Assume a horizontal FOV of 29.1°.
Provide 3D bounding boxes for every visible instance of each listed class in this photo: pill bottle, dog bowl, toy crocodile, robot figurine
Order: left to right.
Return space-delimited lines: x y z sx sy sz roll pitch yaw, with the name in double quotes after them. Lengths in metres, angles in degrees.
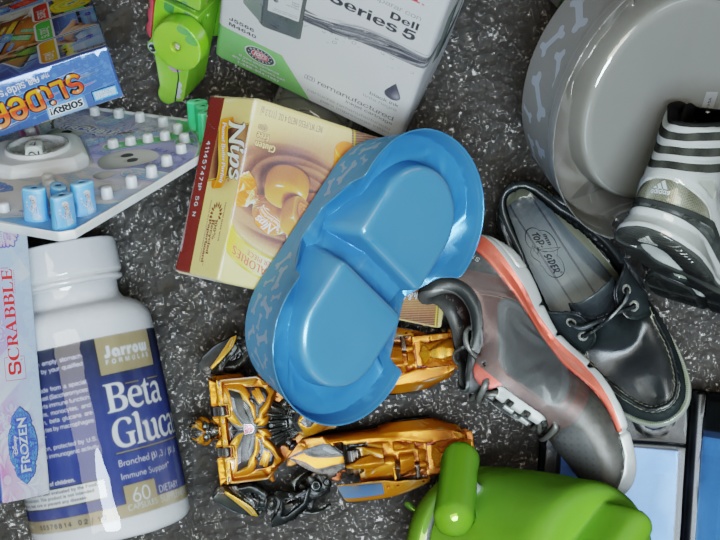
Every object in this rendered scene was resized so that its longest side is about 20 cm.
-0.190 0.082 0.956 0.110 0.111 0.202 -12 89 1 "pill bottle"
-0.116 -0.198 0.933 0.061 0.201 0.068 25 49 8 "toy crocodile"
-0.022 0.101 0.972 0.198 0.058 0.147 -7 88 -5 "robot figurine"
0.000 0.000 0.880 0.111 0.049 0.201 44 71 -37 "dog bowl"
0.110 0.190 0.907 0.116 0.199 0.176 -46 115 -27 "robot figurine"
0.194 -0.122 0.928 0.198 0.059 0.202 -17 128 -24 "dog bowl"

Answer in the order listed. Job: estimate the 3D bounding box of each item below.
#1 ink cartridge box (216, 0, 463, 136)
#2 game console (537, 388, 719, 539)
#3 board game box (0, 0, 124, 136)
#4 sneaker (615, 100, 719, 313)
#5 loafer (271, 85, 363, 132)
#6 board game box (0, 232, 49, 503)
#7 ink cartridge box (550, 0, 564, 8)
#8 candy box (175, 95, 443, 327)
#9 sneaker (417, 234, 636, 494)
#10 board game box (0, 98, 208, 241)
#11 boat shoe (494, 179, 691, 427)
-0.008 -0.185 0.874 0.144 0.200 0.085 26 68 2 "ink cartridge box"
0.210 0.182 0.943 0.174 0.116 0.202 4 88 1 "game console"
-0.233 -0.137 0.915 0.134 0.200 0.035 -19 117 -6 "board game box"
0.233 -0.041 0.916 0.075 0.200 0.116 17 81 28 "sneaker"
-0.038 -0.087 0.975 0.069 0.070 0.202 15 86 1 "loafer"
-0.296 0.054 0.940 0.199 0.041 0.202 -8 87 38 "board game box"
0.153 -0.281 0.969 0.145 0.088 0.200 -45 87 1 "ink cartridge box"
-0.019 -0.036 0.926 0.199 0.055 0.117 13 89 -41 "candy box"
0.104 0.077 0.932 0.081 0.077 0.201 -30 80 -26 "sneaker"
-0.208 -0.080 0.893 0.198 0.200 0.026 9 117 25 "board game box"
0.155 0.016 0.945 0.074 0.066 0.201 -29 70 5 "boat shoe"
